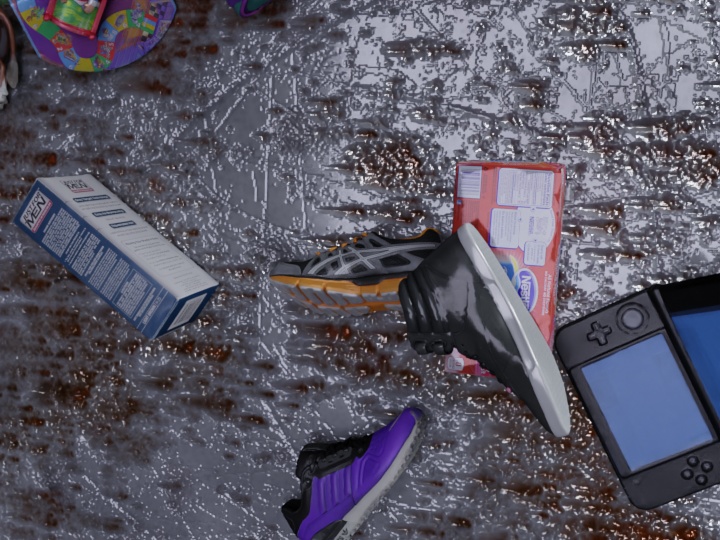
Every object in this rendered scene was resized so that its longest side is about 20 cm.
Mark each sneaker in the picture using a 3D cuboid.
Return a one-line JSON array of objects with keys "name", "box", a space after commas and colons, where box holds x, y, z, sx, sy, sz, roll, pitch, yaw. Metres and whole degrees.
[{"name": "sneaker", "box": [0.000, 0.000, 0.905, 0.198, 0.078, 0.078, 0, 69, 20]}, {"name": "sneaker", "box": [-0.016, 0.208, 0.930, 0.099, 0.070, 0.201, 38, 104, 10]}, {"name": "sneaker", "box": [0.105, 0.068, 0.784, 0.099, 0.071, 0.201, -31, 83, 19]}]

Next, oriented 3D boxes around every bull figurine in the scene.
[{"name": "bull figurine", "box": [-0.475, -0.230, 1.001, 0.198, 0.065, 0.122, -12, 97, 18]}]

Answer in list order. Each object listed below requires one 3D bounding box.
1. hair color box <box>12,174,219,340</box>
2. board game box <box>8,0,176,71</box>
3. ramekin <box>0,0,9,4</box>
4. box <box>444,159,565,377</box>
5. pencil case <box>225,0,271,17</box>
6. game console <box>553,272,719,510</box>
[{"name": "hair color box", "box": [-0.260, -0.018, 0.950, 0.200, 0.100, 0.061, 40, 106, 7]}, {"name": "board game box", "box": [-0.286, -0.296, 0.899, 0.157, 0.039, 0.201, -22, 119, -1]}, {"name": "ramekin", "box": [-0.406, -0.394, 0.942, 0.198, 0.098, 0.202, 2, 98, 15]}, {"name": "box", "box": [0.140, -0.003, 0.848, 0.099, 0.095, 0.202, 4, 99, 15]}, {"name": "pencil case", "box": [-0.150, -0.355, 0.886, 0.200, 0.085, 0.092, 50, 139, 3]}, {"name": "game console", "box": [0.293, 0.120, 0.812, 0.175, 0.116, 0.201, -26, 89, 16]}]
